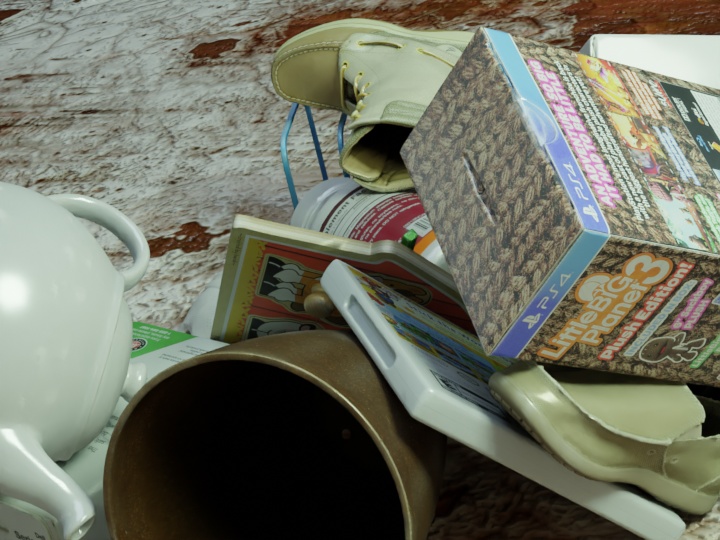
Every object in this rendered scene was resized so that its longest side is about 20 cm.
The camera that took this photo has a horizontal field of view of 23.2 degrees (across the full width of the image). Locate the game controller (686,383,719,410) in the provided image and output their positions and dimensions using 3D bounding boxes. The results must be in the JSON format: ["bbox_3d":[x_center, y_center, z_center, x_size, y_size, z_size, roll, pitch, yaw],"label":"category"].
[{"bbox_3d":[0.143,0.029,1.098,0.042,0.105,0.200,-34,65,-32],"label":"game controller"}]

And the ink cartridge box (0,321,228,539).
[{"bbox_3d":[-0.165,0.126,1.160,0.146,0.084,0.200,12,36,42],"label":"ink cartridge box"}]

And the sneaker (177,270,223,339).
[{"bbox_3d":[-0.081,0.053,1.282,0.088,0.075,0.200,-43,18,-19],"label":"sneaker"}]

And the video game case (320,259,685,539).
[{"bbox_3d":[0.081,0.078,1.044,0.023,0.199,0.182,-56,28,10],"label":"video game case"}]

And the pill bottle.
[{"bbox_3d":[0.031,-0.003,1.288,0.113,0.114,0.200,-25,28,-22],"label":"pill bottle"}]

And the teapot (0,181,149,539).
[{"bbox_3d":[-0.201,0.045,1.079,0.145,0.201,0.197,17,-3,-14],"label":"teapot"}]

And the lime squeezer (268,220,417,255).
[{"bbox_3d":[0.000,0.000,1.181,0.038,0.071,0.200,-18,11,-27],"label":"lime squeezer"}]

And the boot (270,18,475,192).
[{"bbox_3d":[0.005,-0.123,1.319,0.199,0.072,0.155,4,36,20],"label":"boot"}]

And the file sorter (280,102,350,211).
[{"bbox_3d":[0.045,-0.088,1.438,0.199,0.123,0.139,-8,27,11],"label":"file sorter"}]

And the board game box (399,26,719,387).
[{"bbox_3d":[0.147,-0.030,0.976,0.199,0.097,0.160,10,41,-31],"label":"board game box"}]

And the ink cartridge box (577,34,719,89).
[{"bbox_3d":[0.202,-0.092,1.195,0.144,0.085,0.200,-1,-11,-8],"label":"ink cartridge box"}]

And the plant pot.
[{"bbox_3d":[-0.023,0.109,1.044,0.186,0.188,0.200,-2,14,23],"label":"plant pot"}]

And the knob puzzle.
[{"bbox_3d":[0.001,0.045,1.157,0.218,0.220,0.031,-4,54,20],"label":"knob puzzle"}]

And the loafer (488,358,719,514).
[{"bbox_3d":[0.149,0.080,0.987,0.068,0.200,0.076,-56,46,10],"label":"loafer"}]
